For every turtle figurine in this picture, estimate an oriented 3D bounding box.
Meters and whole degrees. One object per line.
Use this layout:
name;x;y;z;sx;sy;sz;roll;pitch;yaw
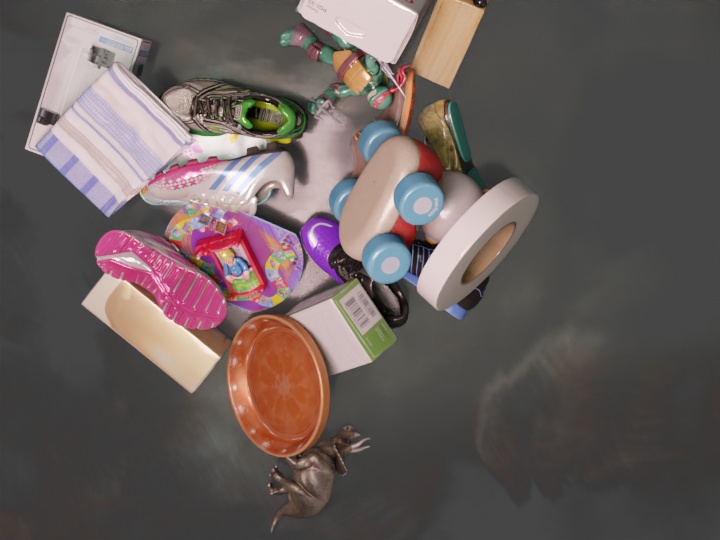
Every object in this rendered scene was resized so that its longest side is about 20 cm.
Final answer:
turtle figurine;-0.018;-0.272;1.625;0.200;0.101;0.150;49;119;12

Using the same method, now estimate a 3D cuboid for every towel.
towel;-0.331;-0.171;1.615;0.200;0.024;0.147;-36;106;32

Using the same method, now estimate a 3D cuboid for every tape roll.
tape roll;0.154;-0.033;1.572;0.037;0.203;0.203;42;99;17

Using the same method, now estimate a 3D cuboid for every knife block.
knife block;0.130;-0.344;1.584;0.064;0.176;0.201;23;99;0

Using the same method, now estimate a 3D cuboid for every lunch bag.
lunch bag;-0.208;-0.169;1.676;0.199;0.077;0.162;0;97;3

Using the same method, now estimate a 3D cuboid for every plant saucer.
plant saucer;-0.113;0.160;1.693;0.200;0.032;0.202;9;103;44

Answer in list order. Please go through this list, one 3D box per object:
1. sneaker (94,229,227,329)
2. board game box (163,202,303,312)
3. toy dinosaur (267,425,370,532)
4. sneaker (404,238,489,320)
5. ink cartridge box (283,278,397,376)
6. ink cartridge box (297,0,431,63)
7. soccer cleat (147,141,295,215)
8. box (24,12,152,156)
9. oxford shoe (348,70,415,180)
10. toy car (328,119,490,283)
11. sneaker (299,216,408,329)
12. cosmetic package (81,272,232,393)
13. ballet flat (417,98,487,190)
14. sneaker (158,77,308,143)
sneaker;-0.265;0.002;1.653;0.200;0.088;0.081;38;104;-12
board game box;-0.181;-0.008;1.677;0.199;0.039;0.158;24;124;-9
toy dinosaur;-0.078;0.307;1.743;0.102;0.077;0.201;29;95;12
sneaker;0.089;-0.017;1.693;0.200;0.070;0.078;37;96;-10
ink cartridge box;-0.049;0.089;1.691;0.059;0.200;0.104;-39;99;-37
ink cartridge box;0.023;-0.373;1.567;0.146;0.200;0.083;28;129;-2
soccer cleat;-0.183;-0.109;1.604;0.199;0.070;0.087;-14;86;1
box;-0.378;-0.244;1.681;0.116;0.060;0.201;21;99;0
oxford shoe;0.025;-0.184;1.667;0.072;0.071;0.201;19;100;4
toy car;0.089;-0.074;1.595;0.199;0.185;0.178;17;114;-28
sneaker;0.001;0.000;1.673;0.070;0.099;0.200;-45;97;-10
cosmetic package;-0.284;0.074;1.703;0.200;0.105;0.071;39;101;-5
ballet flat;0.131;-0.138;1.676;0.070;0.071;0.201;-20;99;5
sneaker;-0.170;-0.215;1.588;0.199;0.085;0.079;6;92;5
